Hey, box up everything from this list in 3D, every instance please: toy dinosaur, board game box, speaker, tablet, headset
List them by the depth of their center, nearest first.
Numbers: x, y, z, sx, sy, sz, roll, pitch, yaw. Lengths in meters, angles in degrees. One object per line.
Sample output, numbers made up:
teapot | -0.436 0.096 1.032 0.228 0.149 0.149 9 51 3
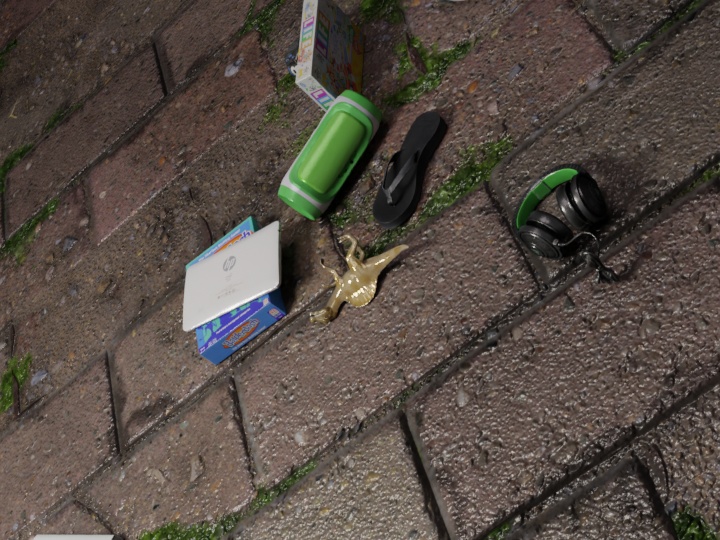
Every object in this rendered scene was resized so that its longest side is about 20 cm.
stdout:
headset | 0.267 -0.056 1.380 0.123 0.094 0.201 -44 27 14
toy dinosaur | 0.000 0.000 1.589 0.200 0.058 0.102 -41 57 24
tablet | -0.205 0.009 1.716 0.198 0.014 0.132 -25 48 26
speaker | -0.048 -0.184 1.717 0.088 0.088 0.201 27 82 48
board game box | -0.204 0.030 1.745 0.151 0.045 0.201 -36 43 17
board game box | -0.048 -0.355 1.804 0.034 0.134 0.202 -19 52 31

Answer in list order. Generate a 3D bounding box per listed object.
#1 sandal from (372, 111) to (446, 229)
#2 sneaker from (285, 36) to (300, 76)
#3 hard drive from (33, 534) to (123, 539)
sandal | 0.064 -0.156 1.633 0.075 0.043 0.202 5 66 44
sneaker | -0.085 -0.350 1.888 0.111 0.073 0.202 -23 41 33
hard drive | -0.458 0.478 1.678 0.198 0.026 0.134 -11 56 38
